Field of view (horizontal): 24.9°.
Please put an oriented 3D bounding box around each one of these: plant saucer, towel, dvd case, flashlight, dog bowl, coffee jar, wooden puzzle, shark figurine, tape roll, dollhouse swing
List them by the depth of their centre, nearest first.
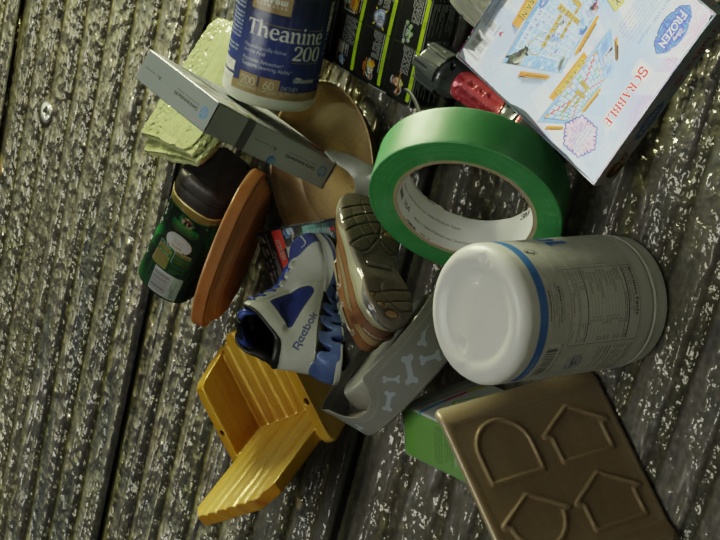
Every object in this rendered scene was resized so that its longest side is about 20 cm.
[{"bbox_3d":[0.184,0.202,1.569,0.201,0.183,0.046,63,150,27],"label":"wooden puzzle"},{"bbox_3d":[0.108,-0.077,1.627,0.200,0.199,0.049,-30,34,48],"label":"tape roll"},{"bbox_3d":[0.130,-0.170,1.681,0.200,0.068,0.068,41,157,36],"label":"flashlight"},{"bbox_3d":[0.044,0.091,1.733,0.059,0.200,0.200,42,134,-4],"label":"dog bowl"},{"bbox_3d":[0.049,-0.147,1.762,0.090,0.127,0.214,68,158,1],"label":"shark figurine"},{"bbox_3d":[-0.046,0.014,1.915,0.199,0.022,0.148,-7,103,58],"label":"dvd case"},{"bbox_3d":[-0.036,-0.122,1.920,0.199,0.035,0.203,7,99,51],"label":"plant saucer"},{"bbox_3d":[-0.137,0.174,1.948,0.199,0.175,0.183,-23,96,50],"label":"dollhouse swing"},{"bbox_3d":[-0.153,-0.025,1.982,0.032,0.201,0.202,22,117,4],"label":"plant saucer"},{"bbox_3d":[-0.188,-0.222,2.036,0.148,0.036,0.201,20,78,50],"label":"towel"},{"bbox_3d":[-0.208,-0.059,2.072,0.085,0.104,0.201,36,130,8],"label":"coffee jar"}]

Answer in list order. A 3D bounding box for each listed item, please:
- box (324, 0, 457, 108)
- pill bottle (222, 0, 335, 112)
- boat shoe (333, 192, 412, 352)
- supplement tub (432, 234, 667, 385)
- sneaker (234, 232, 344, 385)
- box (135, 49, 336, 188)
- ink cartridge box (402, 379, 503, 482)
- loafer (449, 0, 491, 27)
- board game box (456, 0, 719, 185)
[{"bbox_3d":[0.033,-0.306,1.811,0.193,0.047,0.202,33,118,43],"label":"box"},{"bbox_3d":[-0.087,-0.290,1.841,0.111,0.110,0.202,34,119,44],"label":"pill bottle"},{"bbox_3d":[0.000,0.000,1.709,0.072,0.075,0.201,-56,28,36],"label":"boat shoe"},{"bbox_3d":[0.179,0.035,1.541,0.131,0.198,0.134,6,98,49],"label":"supplement tub"},{"bbox_3d":[-0.082,0.037,1.796,0.201,0.114,0.081,-98,18,-44],"label":"sneaker"},{"bbox_3d":[-0.141,-0.172,1.861,0.156,0.199,0.041,39,102,42],"label":"box"},{"bbox_3d":[0.145,0.176,1.665,0.199,0.103,0.060,21,120,48],"label":"ink cartridge box"},{"bbox_3d":[0.152,-0.265,1.655,0.200,0.069,0.070,50,125,26],"label":"loafer"},{"bbox_3d":[0.215,-0.221,1.544,0.200,0.041,0.201,46,120,22],"label":"board game box"}]
